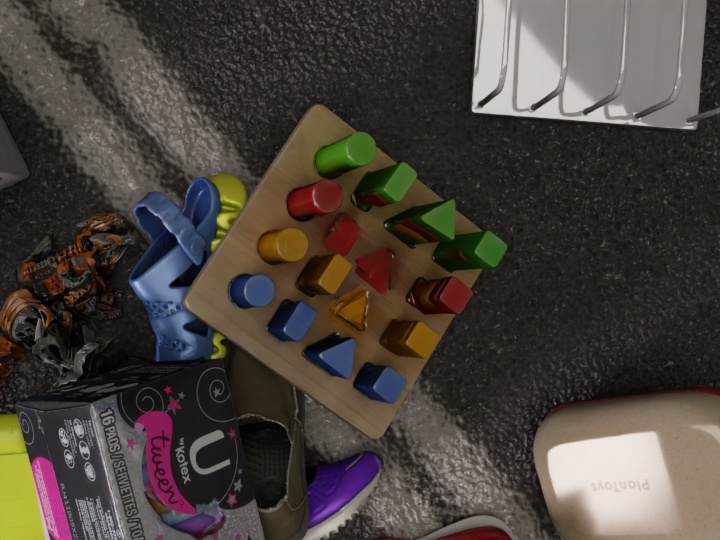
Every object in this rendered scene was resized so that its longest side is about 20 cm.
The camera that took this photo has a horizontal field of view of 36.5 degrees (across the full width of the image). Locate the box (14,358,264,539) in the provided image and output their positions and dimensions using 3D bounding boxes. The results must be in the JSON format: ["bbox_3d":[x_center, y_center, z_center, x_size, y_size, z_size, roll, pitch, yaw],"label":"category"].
[{"bbox_3d":[-0.154,0.175,0.806,0.114,0.132,0.202,-19,97,-40],"label":"box"}]

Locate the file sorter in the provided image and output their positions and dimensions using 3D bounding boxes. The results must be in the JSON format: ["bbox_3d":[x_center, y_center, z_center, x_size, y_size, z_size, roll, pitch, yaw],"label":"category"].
[{"bbox_3d":[0.199,-0.198,0.891,0.198,0.125,0.140,4,91,-2],"label":"file sorter"}]

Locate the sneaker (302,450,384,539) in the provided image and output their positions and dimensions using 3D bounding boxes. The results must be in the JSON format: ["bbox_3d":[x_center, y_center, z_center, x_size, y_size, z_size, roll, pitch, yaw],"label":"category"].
[{"bbox_3d":[-0.079,0.191,0.916,0.199,0.070,0.100,-31,90,-2],"label":"sneaker"}]

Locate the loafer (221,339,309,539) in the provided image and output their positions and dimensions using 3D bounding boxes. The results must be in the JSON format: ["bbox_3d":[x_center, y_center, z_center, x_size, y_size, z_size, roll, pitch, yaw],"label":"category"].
[{"bbox_3d":[-0.077,0.121,0.882,0.075,0.070,0.201,-12,61,-7],"label":"loafer"}]

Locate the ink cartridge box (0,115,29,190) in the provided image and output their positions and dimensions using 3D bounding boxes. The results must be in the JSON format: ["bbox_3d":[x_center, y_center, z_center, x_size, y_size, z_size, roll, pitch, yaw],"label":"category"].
[{"bbox_3d":[-0.356,-0.081,0.832,0.146,0.200,0.083,-27,93,-1],"label":"ink cartridge box"}]

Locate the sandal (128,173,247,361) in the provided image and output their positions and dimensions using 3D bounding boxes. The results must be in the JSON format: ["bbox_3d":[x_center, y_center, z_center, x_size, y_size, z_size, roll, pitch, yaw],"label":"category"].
[{"bbox_3d":[-0.153,0.015,0.894,0.087,0.079,0.202,10,82,-38],"label":"sandal"}]

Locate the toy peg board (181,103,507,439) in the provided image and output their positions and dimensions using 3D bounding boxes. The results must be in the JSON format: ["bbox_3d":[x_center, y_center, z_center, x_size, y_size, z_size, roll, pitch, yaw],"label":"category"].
[{"bbox_3d":[0.000,0.000,0.862,0.199,0.098,0.200,36,76,-15],"label":"toy peg board"}]

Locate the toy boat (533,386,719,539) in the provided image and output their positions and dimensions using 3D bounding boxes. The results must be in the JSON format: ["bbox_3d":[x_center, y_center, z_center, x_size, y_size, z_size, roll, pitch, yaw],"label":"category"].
[{"bbox_3d":[0.252,0.157,0.906,0.199,0.130,0.132,-14,93,41],"label":"toy boat"}]

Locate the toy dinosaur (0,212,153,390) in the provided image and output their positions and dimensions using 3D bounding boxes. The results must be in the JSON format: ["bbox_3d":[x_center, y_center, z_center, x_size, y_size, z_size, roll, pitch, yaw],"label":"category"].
[{"bbox_3d":[-0.250,0.048,0.908,0.136,0.102,0.201,41,105,18],"label":"toy dinosaur"}]

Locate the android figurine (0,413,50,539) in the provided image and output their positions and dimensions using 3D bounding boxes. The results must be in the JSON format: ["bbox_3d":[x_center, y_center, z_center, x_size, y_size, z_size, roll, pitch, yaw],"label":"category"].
[{"bbox_3d":[-0.284,0.191,0.894,0.198,0.041,0.183,0,120,-5],"label":"android figurine"}]

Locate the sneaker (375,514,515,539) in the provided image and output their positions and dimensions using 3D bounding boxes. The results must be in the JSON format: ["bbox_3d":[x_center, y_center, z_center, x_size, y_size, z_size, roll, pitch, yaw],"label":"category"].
[{"bbox_3d":[0.042,0.266,0.899,0.199,0.116,0.079,-27,92,-2],"label":"sneaker"}]
